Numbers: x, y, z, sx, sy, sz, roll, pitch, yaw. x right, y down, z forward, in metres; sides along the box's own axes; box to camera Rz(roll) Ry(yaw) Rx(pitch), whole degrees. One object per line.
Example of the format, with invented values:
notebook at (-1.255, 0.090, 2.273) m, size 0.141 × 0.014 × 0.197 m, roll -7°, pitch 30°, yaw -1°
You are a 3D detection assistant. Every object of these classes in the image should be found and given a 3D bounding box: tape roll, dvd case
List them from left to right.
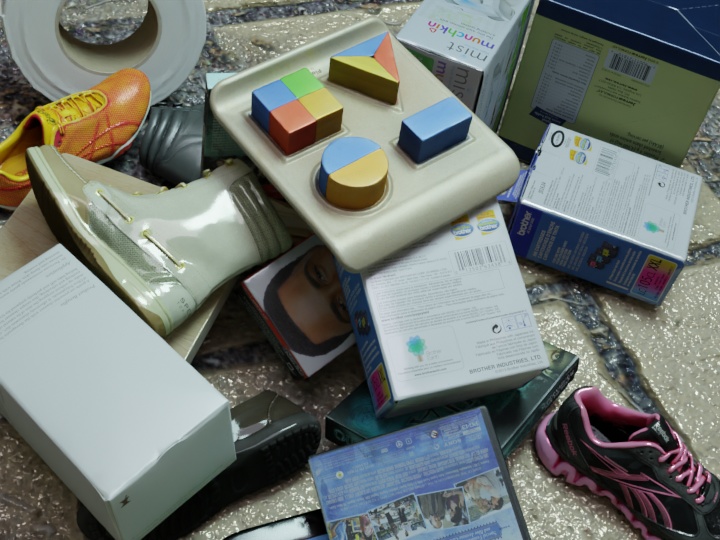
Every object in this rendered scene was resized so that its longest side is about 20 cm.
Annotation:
tape roll at (-0.261, -0.262, 1.035) m, size 0.201 × 0.203 × 0.071 m, roll -8°, pitch 40°, yaw -17°
dvd case at (-0.075, -0.109, 0.941) m, size 0.145 × 0.200 × 0.022 m, roll -4°, pitch 60°, yaw -13°
dvd case at (0.056, 0.212, 0.737) m, size 0.142 × 0.018 × 0.201 m, roll -15°, pitch 71°, yaw -6°

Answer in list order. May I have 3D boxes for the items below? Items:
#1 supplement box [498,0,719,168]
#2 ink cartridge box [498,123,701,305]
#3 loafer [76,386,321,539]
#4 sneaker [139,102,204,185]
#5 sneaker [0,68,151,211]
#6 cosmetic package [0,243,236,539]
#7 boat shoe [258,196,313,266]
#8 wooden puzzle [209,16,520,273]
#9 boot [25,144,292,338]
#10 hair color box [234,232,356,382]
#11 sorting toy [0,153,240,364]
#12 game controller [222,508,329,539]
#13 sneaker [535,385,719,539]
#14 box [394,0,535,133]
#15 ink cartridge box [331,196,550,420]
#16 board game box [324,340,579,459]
supplement box at (0.275, -0.206, 1.093) m, size 0.199 × 0.200 × 0.134 m, roll 23°, pitch 48°, yaw 10°
ink cartridge box at (0.231, -0.065, 1.033) m, size 0.199 × 0.077 × 0.137 m, roll 22°, pitch 48°, yaw 7°
loafer at (-0.129, 0.151, 0.795) m, size 0.199 × 0.073 × 0.071 m, roll -18°, pitch 43°, yaw -28°
sneaker at (-0.161, -0.164, 1.059) m, size 0.099 × 0.071 × 0.201 m, roll 22°, pitch 53°, yaw 3°
sneaker at (-0.279, -0.136, 0.988) m, size 0.073 × 0.077 × 0.200 m, roll 35°, pitch 63°, yaw 16°
cosmetic package at (-0.193, 0.085, 0.728) m, size 0.107 × 0.085 × 0.200 m, roll -36°, pitch 61°, yaw -27°
boat shoe at (-0.051, -0.017, 0.958) m, size 0.199 × 0.074 × 0.069 m, roll 13°, pitch 62°, yaw -1°
wooden puzzle at (0.006, -0.116, 0.813) m, size 0.185 × 0.046 × 0.200 m, roll -29°, pitch 67°, yaw -26°
boot at (-0.169, -0.054, 0.845) m, size 0.154 × 0.072 × 0.200 m, roll -35°, pitch 72°, yaw -24°
hair color box at (0.000, 0.000, 0.897) m, size 0.200 × 0.061 × 0.102 m, roll -36°, pitch 91°, yaw -17°
sorting toy at (-0.216, 0.019, 0.876) m, size 0.199 × 0.070 × 0.199 m, roll 20°, pitch 55°, yaw 8°
game controller at (-0.009, 0.227, 0.761) m, size 0.199 × 0.042 × 0.105 m, roll -11°, pitch 52°, yaw -19°
sneaker at (0.243, 0.162, 0.833) m, size 0.199 × 0.096 × 0.079 m, roll 29°, pitch 48°, yaw 13°
box at (0.095, -0.182, 1.039) m, size 0.096 × 0.201 × 0.177 m, roll 23°, pitch 50°, yaw 11°
ink cartridge box at (0.056, 0.007, 0.830) m, size 0.136 × 0.076 × 0.201 m, roll -10°, pitch 74°, yaw -17°
board game box at (0.082, 0.106, 0.864) m, size 0.135 × 0.028 × 0.200 m, roll 24°, pitch 41°, yaw 27°
